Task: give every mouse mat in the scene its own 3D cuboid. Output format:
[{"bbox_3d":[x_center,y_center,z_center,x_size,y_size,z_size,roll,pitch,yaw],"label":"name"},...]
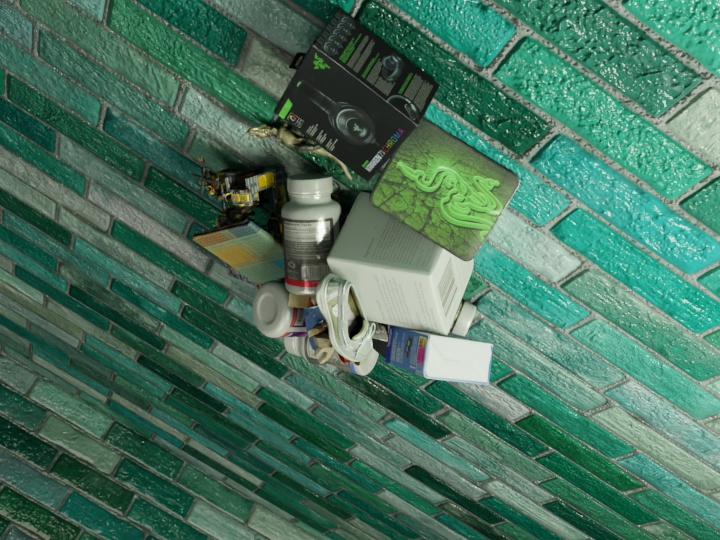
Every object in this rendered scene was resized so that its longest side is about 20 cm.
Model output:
[{"bbox_3d":[0.130,-0.126,1.268,0.198,0.008,0.162,30,109,-4],"label":"mouse mat"}]

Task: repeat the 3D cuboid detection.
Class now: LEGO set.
[{"bbox_3d":[-0.226,-0.122,1.488,0.197,0.115,0.157,15,116,31],"label":"LEGO set"}]

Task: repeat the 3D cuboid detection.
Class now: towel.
[{"bbox_3d":[-0.199,-0.034,1.512,0.144,0.022,0.200,-11,149,30],"label":"towel"}]

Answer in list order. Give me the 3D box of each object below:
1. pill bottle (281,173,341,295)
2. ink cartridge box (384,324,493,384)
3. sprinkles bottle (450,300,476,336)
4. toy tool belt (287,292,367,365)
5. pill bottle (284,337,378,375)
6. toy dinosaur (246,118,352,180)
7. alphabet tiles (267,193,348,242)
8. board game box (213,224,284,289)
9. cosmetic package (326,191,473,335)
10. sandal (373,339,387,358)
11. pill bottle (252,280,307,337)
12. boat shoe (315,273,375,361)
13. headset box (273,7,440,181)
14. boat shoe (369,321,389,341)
[{"bbox_3d":[-0.086,-0.067,1.438,0.109,0.110,0.204,6,106,30],"label":"pill bottle"},{"bbox_3d":[0.133,0.148,1.466,0.134,0.078,0.199,10,-179,-22],"label":"ink cartridge box"},{"bbox_3d":[0.124,0.060,1.566,0.197,0.069,0.069,25,148,5],"label":"sprinkles bottle"},{"bbox_3d":[-0.071,0.109,1.553,0.124,0.121,0.203,30,138,54],"label":"toy tool belt"},{"bbox_3d":[-0.065,0.159,1.803,0.197,0.115,0.115,10,144,26],"label":"pill bottle"},{"bbox_3d":[-0.097,-0.219,1.364,0.197,0.048,0.088,26,162,2],"label":"toy dinosaur"},{"bbox_3d":[-0.098,-0.067,1.537,0.164,0.008,0.203,17,125,8],"label":"alphabet tiles"},{"bbox_3d":[-0.202,-0.013,1.715,0.197,0.062,0.202,20,147,14],"label":"board game box"},{"bbox_3d":[0.074,-0.014,1.409,0.197,0.167,0.166,10,144,25],"label":"cosmetic package"},{"bbox_3d":[0.025,0.096,1.686,0.202,0.048,0.075,59,152,-5],"label":"sandal"},{"bbox_3d":[-0.120,0.080,1.668,0.111,0.115,0.198,-6,174,41],"label":"pill bottle"},{"bbox_3d":[-0.016,0.088,1.396,0.064,0.075,0.204,10,138,32],"label":"boat shoe"},{"bbox_3d":[-0.014,-0.260,1.198,0.199,0.094,0.174,36,147,-9],"label":"headset box"},{"bbox_3d":[0.053,0.105,1.614,0.196,0.075,0.065,8,171,0],"label":"boat shoe"}]
